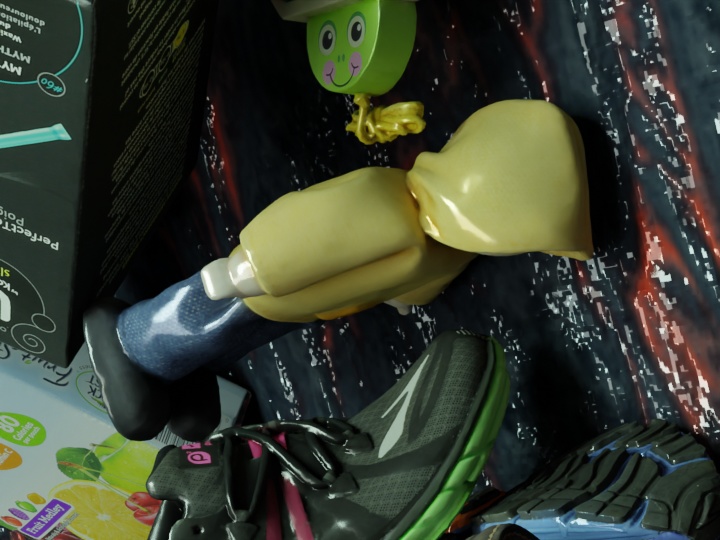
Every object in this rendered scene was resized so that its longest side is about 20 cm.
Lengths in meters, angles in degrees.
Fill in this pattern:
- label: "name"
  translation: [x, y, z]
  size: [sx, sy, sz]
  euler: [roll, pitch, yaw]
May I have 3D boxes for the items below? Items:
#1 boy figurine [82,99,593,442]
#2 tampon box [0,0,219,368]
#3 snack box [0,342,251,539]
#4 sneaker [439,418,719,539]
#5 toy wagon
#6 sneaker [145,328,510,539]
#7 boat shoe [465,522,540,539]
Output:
- label: "boy figurine"
  translation: [0.000, 0.000, 0.785]
  size: [0.199, 0.124, 0.065]
  euler: [-23, 74, 24]
- label: "tampon box"
  translation: [-0.141, -0.091, 0.793]
  size: [0.149, 0.126, 0.200]
  euler: [23, 141, 7]
- label: "snack box"
  translation: [-0.169, 0.058, 0.983]
  size: [0.142, 0.199, 0.053]
  euler: [-43, 25, 51]
- label: "sneaker"
  translation: [0.073, 0.110, 0.767]
  size: [0.079, 0.075, 0.200]
  euler: [58, 150, 2]
- label: "toy wagon"
  translation: [0.000, -0.145, 0.757]
  size: [0.155, 0.039, 0.201]
  euler: [-6, 81, 57]
- label: "sneaker"
  translation: [-0.029, 0.084, 0.754]
  size: [0.084, 0.200, 0.077]
  euler: [51, 171, -5]
- label: "boat shoe"
  translation: [0.111, 0.145, 0.678]
  size: [0.200, 0.075, 0.073]
  euler: [43, 118, -9]
